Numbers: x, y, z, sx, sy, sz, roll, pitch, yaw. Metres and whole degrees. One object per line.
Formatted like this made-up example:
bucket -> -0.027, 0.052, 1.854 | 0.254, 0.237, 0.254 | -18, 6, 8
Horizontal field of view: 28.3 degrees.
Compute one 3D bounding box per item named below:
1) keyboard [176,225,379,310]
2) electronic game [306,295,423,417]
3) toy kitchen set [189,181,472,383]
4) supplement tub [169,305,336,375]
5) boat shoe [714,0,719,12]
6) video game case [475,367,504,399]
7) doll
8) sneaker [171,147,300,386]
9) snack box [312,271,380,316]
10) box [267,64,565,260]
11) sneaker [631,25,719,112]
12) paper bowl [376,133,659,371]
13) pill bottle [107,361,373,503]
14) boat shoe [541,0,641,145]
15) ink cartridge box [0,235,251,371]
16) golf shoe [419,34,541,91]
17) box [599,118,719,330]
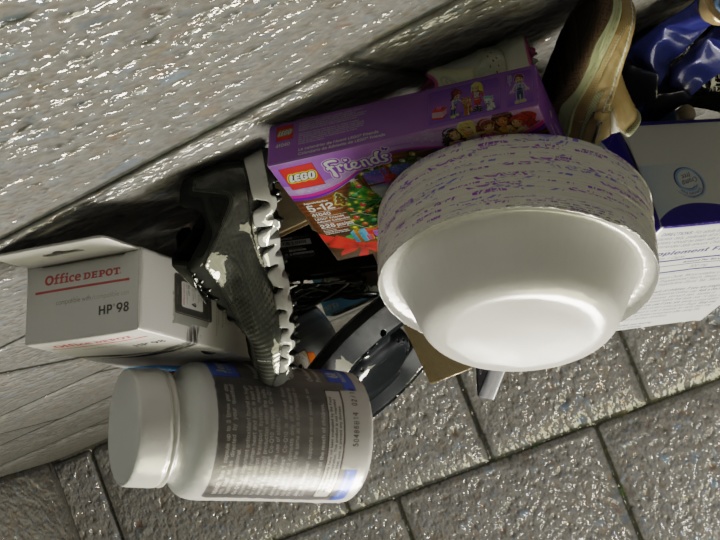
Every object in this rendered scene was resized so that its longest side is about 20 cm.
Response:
keyboard -> -0.060, -0.003, 1.277 | 0.199, 0.104, 0.040 | -8, 142, -14
electronic game -> 0.011, 0.083, 1.336 | 0.200, 0.042, 0.200 | -38, 157, -19
toy kitchen set -> 0.000, 0.000, 1.226 | 0.180, 0.201, 0.163 | -23, -175, 21
supplement tub -> -0.119, 0.104, 1.330 | 0.122, 0.123, 0.200 | -27, 179, 42
boat shoe -> 0.260, -0.207, 0.901 | 0.200, 0.069, 0.084 | -17, 172, -38
video game case -> 0.131, -0.009, 1.220 | 0.019, 0.143, 0.200 | 10, 129, -6
doll -> 0.231, -0.154, 1.171 | 0.136, 0.049, 0.200 | 21, 138, -25
sneaker -> -0.099, 0.003, 1.111 | 0.090, 0.201, 0.067 | -9, -152, -5
snack box -> 0.041, -0.046, 1.336 | 0.199, 0.117, 0.037 | -23, 174, 7
box -> 0.050, -0.073, 1.036 | 0.199, 0.039, 0.137 | -11, 146, 19
sneaker -> 0.308, -0.183, 1.261 | 0.199, 0.104, 0.060 | 17, 120, -22
paper bowl -> 0.111, 0.000, 1.019 | 0.200, 0.105, 0.201 | 0, 150, 0
pill bottle -> -0.100, 0.134, 1.182 | 0.199, 0.114, 0.114 | 6, 162, -25
boat shoe -> 0.171, -0.124, 1.050 | 0.076, 0.072, 0.200 | 14, 145, -5
ink cartridge box -> -0.185, 0.032, 1.139 | 0.115, 0.067, 0.200 | -9, 164, 29
golf shoe -> 0.074, -0.118, 1.092 | 0.091, 0.076, 0.200 | -11, 164, -12
box -> 0.261, -0.036, 1.249 | 0.183, 0.105, 0.200 | -6, 153, -28
